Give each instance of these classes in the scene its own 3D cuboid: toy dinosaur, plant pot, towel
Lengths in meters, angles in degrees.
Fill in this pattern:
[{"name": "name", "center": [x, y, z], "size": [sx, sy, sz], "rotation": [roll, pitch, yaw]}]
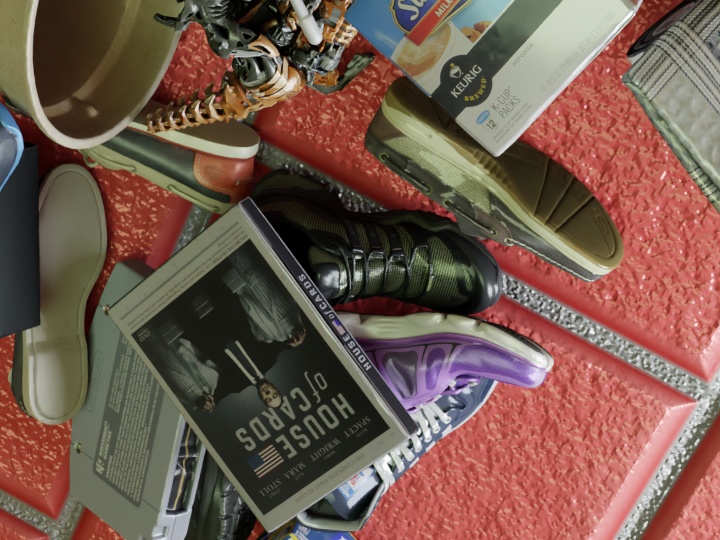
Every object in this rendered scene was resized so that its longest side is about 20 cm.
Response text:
[{"name": "toy dinosaur", "center": [-0.067, -0.160, 1.361], "size": [0.200, 0.102, 0.136], "rotation": [-46, 116, -4]}, {"name": "plant pot", "center": [-0.243, -0.207, 1.362], "size": [0.183, 0.200, 0.201], "rotation": [20, 118, 22]}, {"name": "towel", "center": [0.289, -0.106, 1.248], "size": [0.192, 0.035, 0.200], "rotation": [-42, 100, -15]}]

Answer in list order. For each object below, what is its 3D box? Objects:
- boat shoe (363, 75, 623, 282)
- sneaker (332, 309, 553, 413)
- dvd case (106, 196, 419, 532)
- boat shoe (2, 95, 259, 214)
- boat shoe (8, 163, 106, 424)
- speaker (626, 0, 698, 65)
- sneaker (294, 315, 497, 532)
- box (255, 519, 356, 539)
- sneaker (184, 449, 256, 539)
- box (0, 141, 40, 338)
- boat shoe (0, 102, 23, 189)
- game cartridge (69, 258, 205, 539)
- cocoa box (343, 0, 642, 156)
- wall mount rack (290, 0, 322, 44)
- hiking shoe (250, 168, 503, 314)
[{"name": "boat shoe", "center": [0.091, -0.055, 1.379], "size": [0.201, 0.072, 0.066], "rotation": [37, 129, 0]}, {"name": "sneaker", "center": [0.039, 0.073, 1.399], "size": [0.199, 0.081, 0.084], "rotation": [0, 82, 21]}, {"name": "dvd case", "center": [-0.071, 0.069, 1.389], "size": [0.150, 0.025, 0.200], "rotation": [-37, 89, 32]}, {"name": "boat shoe", "center": [-0.172, -0.097, 1.443], "size": [0.199, 0.071, 0.063], "rotation": [18, 120, 5]}, {"name": "boat shoe", "center": [-0.242, 0.014, 1.510], "size": [0.063, 0.072, 0.201], "rotation": [19, 107, 51]}, {"name": "speaker", "center": [0.265, -0.087, 1.299], "size": [0.081, 0.081, 0.200], "rotation": [-35, 100, 27]}, {"name": "sneaker", "center": [0.024, 0.119, 1.449], "size": [0.070, 0.109, 0.200], "rotation": [46, 116, -3]}, {"name": "box", "center": [-0.003, 0.278, 1.554], "size": [0.070, 0.064, 0.200], "rotation": [-38, 98, 28]}, {"name": "sneaker", "center": [-0.125, 0.133, 1.528], "size": [0.090, 0.076, 0.201], "rotation": [18, 114, 20]}, {"name": "box", "center": [-0.332, -0.037, 1.467], "size": [0.199, 0.079, 0.142], "rotation": [15, 113, 36]}, {"name": "boat shoe", "center": [-0.299, -0.043, 1.343], "size": [0.084, 0.069, 0.200], "rotation": [45, 129, 20]}, {"name": "game cartridge", "center": [-0.166, 0.100, 1.502], "size": [0.133, 0.040, 0.201], "rotation": [29, 112, 38]}, {"name": "cocoa box", "center": [0.100, -0.187, 1.239], "size": [0.131, 0.200, 0.133], "rotation": [42, 119, -3]}, {"name": "wall mount rack", "center": [-0.058, -0.250, 1.283], "size": [0.173, 0.200, 0.075], "rotation": [36, 143, 3]}, {"name": "hiking shoe", "center": [0.000, 0.000, 1.406], "size": [0.199, 0.101, 0.076], "rotation": [17, 128, 12]}]
